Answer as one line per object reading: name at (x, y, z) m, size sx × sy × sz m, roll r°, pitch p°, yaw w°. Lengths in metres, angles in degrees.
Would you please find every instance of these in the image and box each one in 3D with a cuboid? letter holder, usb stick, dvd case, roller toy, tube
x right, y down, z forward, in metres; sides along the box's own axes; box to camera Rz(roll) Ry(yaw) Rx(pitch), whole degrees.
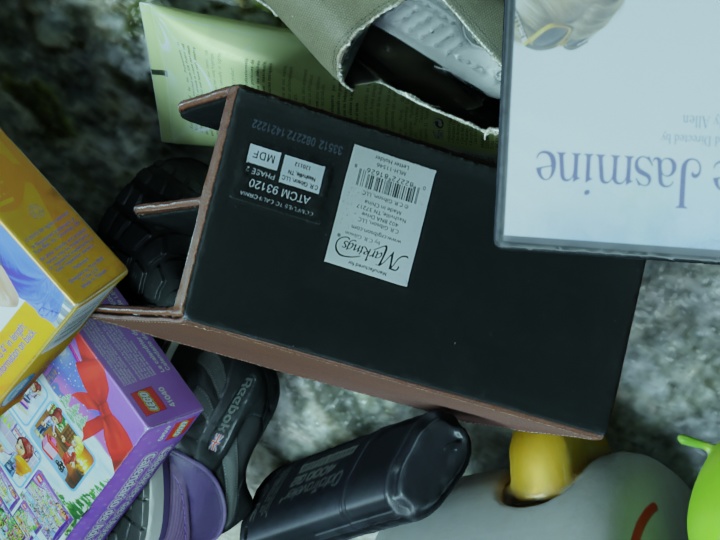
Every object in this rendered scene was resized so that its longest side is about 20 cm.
letter holder at (0.000, 0.000, 1.296) m, size 0.200 × 0.101 × 0.142 m, roll 16°, pitch 172°, yaw -22°
usb stick at (-0.005, 0.102, 1.385) m, size 0.033 × 0.055 × 0.200 m, roll 35°, pitch 158°, yaw -13°
dvd case at (0.121, -0.103, 1.144) m, size 0.143 × 0.018 × 0.200 m, roll 4°, pitch 94°, yaw 27°
roller toy at (0.097, 0.177, 1.370) m, size 0.140 × 0.200 × 0.182 m, roll -12°, pitch 139°, yaw 26°
tube at (-0.002, -0.076, 1.312) m, size 0.200 × 0.052 × 0.058 m, roll 8°, pitch 89°, yaw 19°

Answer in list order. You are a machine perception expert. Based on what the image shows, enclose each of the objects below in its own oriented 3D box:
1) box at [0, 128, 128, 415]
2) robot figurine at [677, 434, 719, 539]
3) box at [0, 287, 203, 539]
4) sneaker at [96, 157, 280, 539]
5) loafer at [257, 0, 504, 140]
box at (-0.201, -0.036, 1.294) m, size 0.200 × 0.041 × 0.119 m, roll 46°, pitch 136°, yaw 3°
robot figurine at (0.221, 0.139, 1.307) m, size 0.200 × 0.175 × 0.116 m, roll 59°, pitch 156°, yaw 14°
box at (-0.170, 0.033, 1.399) m, size 0.200 × 0.039 × 0.137 m, roll 53°, pitch 132°, yaw 17°
sneaker at (-0.079, 0.038, 1.416) m, size 0.076 × 0.088 × 0.200 m, roll 32°, pitch 120°, yaw 43°
loafer at (0.001, -0.119, 1.219) m, size 0.200 × 0.070 × 0.075 m, roll 27°, pitch 130°, yaw 0°
